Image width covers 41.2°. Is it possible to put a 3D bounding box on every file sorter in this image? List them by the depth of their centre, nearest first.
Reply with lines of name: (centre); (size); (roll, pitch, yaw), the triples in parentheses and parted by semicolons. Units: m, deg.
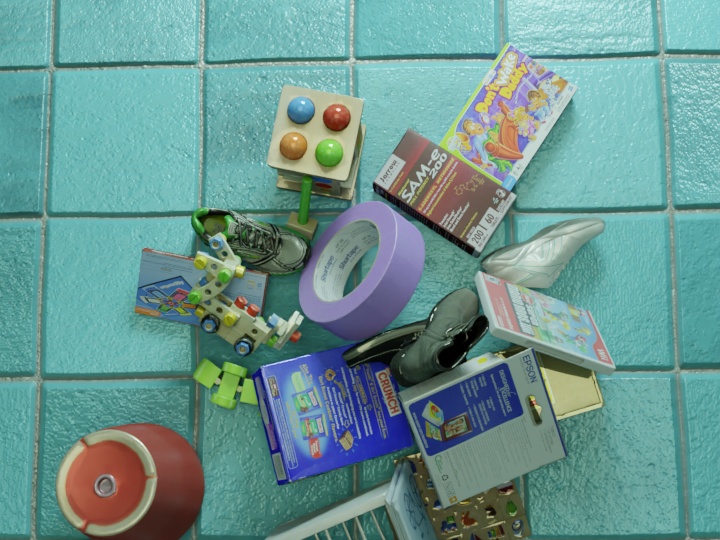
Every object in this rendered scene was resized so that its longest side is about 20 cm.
file sorter: (-0.022, 0.400, 1.368); (0.199, 0.139, 0.125); (-24, 85, 5)

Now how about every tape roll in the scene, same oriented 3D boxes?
tape roll: (0.000, 0.000, 1.407); (0.066, 0.200, 0.201); (33, 82, -35)

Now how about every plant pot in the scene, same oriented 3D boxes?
plant pot: (-0.339, 0.308, 1.370); (0.199, 0.177, 0.202); (-1, 75, 3)

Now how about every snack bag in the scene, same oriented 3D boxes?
snack bag: (0.083, 0.380, 1.337); (0.021, 0.189, 0.201); (-20, 94, 9)

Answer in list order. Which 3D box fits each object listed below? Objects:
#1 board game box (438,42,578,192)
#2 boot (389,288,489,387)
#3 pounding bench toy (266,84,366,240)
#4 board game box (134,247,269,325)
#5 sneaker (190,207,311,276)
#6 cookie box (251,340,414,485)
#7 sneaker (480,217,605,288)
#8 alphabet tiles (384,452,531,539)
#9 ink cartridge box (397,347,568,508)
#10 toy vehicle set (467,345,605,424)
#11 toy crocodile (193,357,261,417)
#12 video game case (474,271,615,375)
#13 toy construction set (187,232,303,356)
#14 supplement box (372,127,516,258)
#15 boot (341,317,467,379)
board game box: (0.230, -0.236, 1.508); (0.134, 0.045, 0.201); (33, 84, 6)
boot: (0.137, 0.085, 1.320); (0.068, 0.130, 0.200); (51, 53, -9)
pounding bench toy: (-0.071, -0.156, 1.451); (0.123, 0.156, 0.201); (11, 82, 3)
board game box: (-0.246, 0.034, 1.480); (0.199, 0.019, 0.104); (11, 103, 3)
sneaker: (-0.171, -0.044, 1.463); (0.199, 0.085, 0.079); (15, 85, 12)
cookie box: (-0.041, 0.205, 1.406); (0.199, 0.075, 0.172); (-11, 80, -21)
sneaker: (0.287, -0.021, 1.471); (0.199, 0.070, 0.081); (-25, 96, 1)
alphabet tiles: (0.136, 0.345, 1.433); (0.199, 0.008, 0.168); (-18, 89, 3)
ink cartridge box: (0.176, 0.220, 1.368); (0.199, 0.047, 0.199); (-23, 114, -4)
toy vehicle set: (0.257, 0.173, 1.456); (0.199, 0.027, 0.125); (-16, 82, 0)
toy crocodile: (-0.160, 0.187, 1.457); (0.199, 0.062, 0.068); (18, 82, 0)
video game case: (0.266, 0.076, 1.393); (0.199, 0.143, 0.018); (19, 119, -17)
toy construction set: (-0.175, 0.052, 1.424); (0.200, 0.092, 0.131); (40, 108, 8)
supplement box: (0.129, -0.120, 1.487); (0.199, 0.061, 0.109); (33, 84, 7)
boot: (0.083, 0.155, 1.389); (0.202, 0.073, 0.155); (-14, 85, -29)
